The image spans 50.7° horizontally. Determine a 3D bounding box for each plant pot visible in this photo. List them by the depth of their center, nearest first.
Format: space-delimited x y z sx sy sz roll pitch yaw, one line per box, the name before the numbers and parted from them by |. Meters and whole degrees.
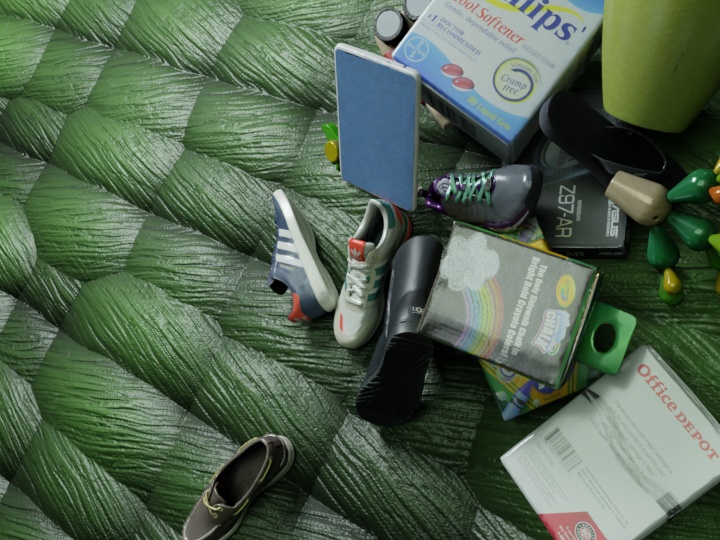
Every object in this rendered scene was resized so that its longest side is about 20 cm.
plant pot | 0.329 -0.257 0.794 0.186 0.186 0.203 30 123 32

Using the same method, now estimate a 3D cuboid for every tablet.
tablet | 0.022 -0.176 0.958 0.129 0.202 0.014 28 51 28

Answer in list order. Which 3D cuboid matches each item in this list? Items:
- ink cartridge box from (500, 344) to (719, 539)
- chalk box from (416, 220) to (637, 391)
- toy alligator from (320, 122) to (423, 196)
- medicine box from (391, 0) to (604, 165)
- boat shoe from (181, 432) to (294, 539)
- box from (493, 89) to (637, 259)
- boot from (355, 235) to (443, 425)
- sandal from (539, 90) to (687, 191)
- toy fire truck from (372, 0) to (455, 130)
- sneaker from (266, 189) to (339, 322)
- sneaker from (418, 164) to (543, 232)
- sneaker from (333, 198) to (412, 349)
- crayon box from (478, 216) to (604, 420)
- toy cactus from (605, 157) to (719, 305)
ink cartridge box | 0.271 0.199 0.794 0.199 0.083 0.146 -40 60 10
chalk box | 0.180 0.042 0.788 0.197 0.124 0.127 21 94 19
toy alligator | 0.009 -0.140 1.068 0.199 0.059 0.055 41 136 29
medicine box | 0.168 -0.268 0.912 0.181 0.103 0.201 38 92 12
boat shoe | -0.174 0.295 1.013 0.200 0.059 0.072 -45 60 8
box | 0.253 -0.117 0.932 0.157 0.043 0.204 2 74 29
boot | 0.055 0.075 0.949 0.075 0.202 0.170 15 44 -2
sandal | 0.288 -0.131 0.846 0.077 0.197 0.043 -68 14 -18
toy fire truck | 0.125 -0.291 1.027 0.174 0.128 0.203 -28 80 21
sneaker | -0.103 -0.019 1.070 0.084 0.075 0.203 -29 63 11
sneaker | 0.136 -0.087 0.899 0.200 0.086 0.076 165 118 -72
sneaker | 0.000 0.000 0.998 0.069 0.093 0.203 18 82 31
crayon box | 0.185 0.053 0.877 0.124 0.051 0.203 -26 79 18
toy cactus | 0.341 -0.058 0.797 0.164 0.202 0.102 35 60 21
